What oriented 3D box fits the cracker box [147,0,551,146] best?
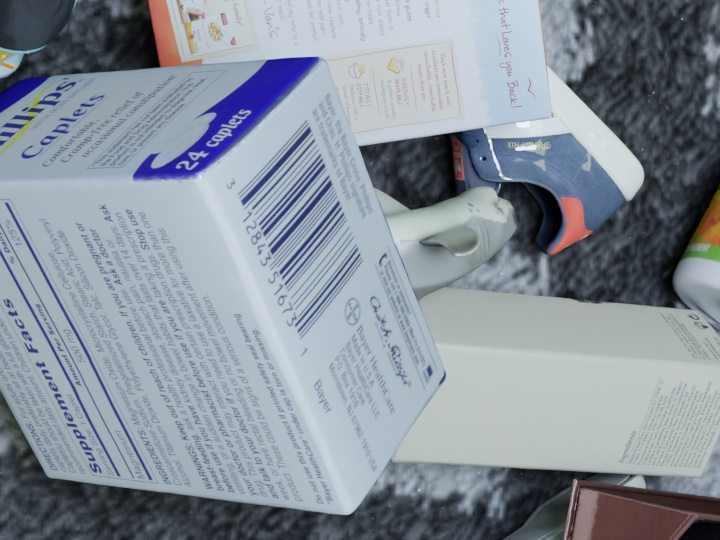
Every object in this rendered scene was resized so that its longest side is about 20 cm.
[{"bbox_3d":[-0.007,-0.135,0.907,0.198,0.058,0.135,-7,109,3],"label":"cracker box"}]

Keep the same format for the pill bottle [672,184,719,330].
[{"bbox_3d":[0.277,-0.053,1.040,0.111,0.111,0.201,33,80,-18],"label":"pill bottle"}]

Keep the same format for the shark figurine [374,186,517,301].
[{"bbox_3d":[-0.016,0.005,0.904,0.212,0.128,0.090,0,110,-7],"label":"shark figurine"}]

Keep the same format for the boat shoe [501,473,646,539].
[{"bbox_3d":[0.092,0.182,0.997,0.199,0.075,0.062,-28,96,-30],"label":"boat shoe"}]

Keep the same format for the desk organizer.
[{"bbox_3d":[0.197,0.166,0.988,0.199,0.077,0.073,14,86,-49],"label":"desk organizer"}]

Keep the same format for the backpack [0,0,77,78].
[{"bbox_3d":[-0.198,-0.202,0.825,0.174,0.154,0.201,19,48,-15],"label":"backpack"}]

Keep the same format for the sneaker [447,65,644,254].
[{"bbox_3d":[0.067,-0.090,0.982,0.200,0.075,0.085,44,90,-10],"label":"sneaker"}]

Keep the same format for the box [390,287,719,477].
[{"bbox_3d":[0.107,0.063,0.987,0.198,0.069,0.083,7,118,-21],"label":"box"}]

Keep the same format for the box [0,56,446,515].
[{"bbox_3d":[-0.087,0.006,0.823,0.105,0.198,0.185,-50,130,-41],"label":"box"}]
